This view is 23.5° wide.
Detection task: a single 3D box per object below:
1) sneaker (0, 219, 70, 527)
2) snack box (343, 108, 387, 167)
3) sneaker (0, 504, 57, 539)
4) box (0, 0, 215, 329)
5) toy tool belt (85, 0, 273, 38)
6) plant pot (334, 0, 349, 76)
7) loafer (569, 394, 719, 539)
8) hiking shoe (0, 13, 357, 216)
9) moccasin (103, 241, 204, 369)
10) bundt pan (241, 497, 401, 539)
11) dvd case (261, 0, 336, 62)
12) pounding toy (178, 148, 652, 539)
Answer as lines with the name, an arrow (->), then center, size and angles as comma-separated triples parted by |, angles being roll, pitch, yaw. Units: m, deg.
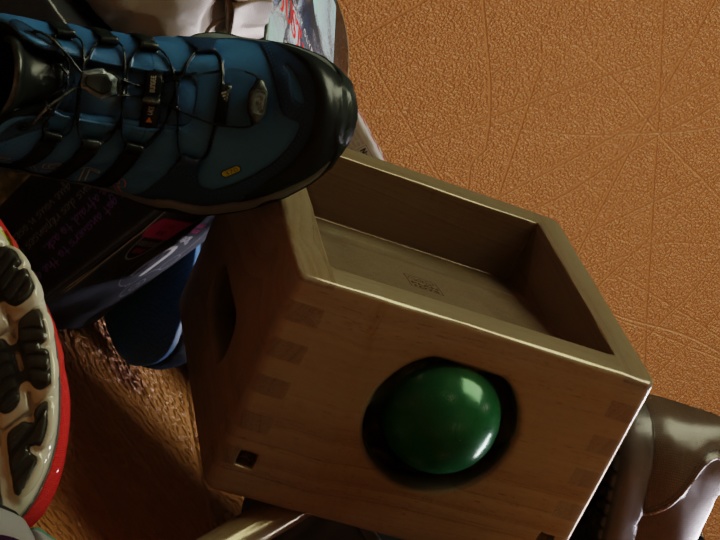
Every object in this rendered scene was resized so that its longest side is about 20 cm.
sneaker -> -0.136, 0.021, 0.616 | 0.085, 0.077, 0.200 | 53, 6, -47
snack box -> 0.000, 0.000, 0.833 | 0.200, 0.072, 0.024 | 60, 6, -30
sneaker -> -0.082, 0.131, 0.511 | 0.200, 0.074, 0.088 | 28, 38, -52
box -> -0.160, -0.081, 0.798 | 0.200, 0.106, 0.122 | 54, 7, 5
toy tool belt -> -0.090, -0.186, 0.834 | 0.125, 0.123, 0.200 | 52, 4, -39
plant pot -> -0.136, -0.131, 1.007 | 0.187, 0.187, 0.200 | 56, 21, 21
loafer -> 0.125, 0.140, 0.775 | 0.073, 0.071, 0.200 | -103, -163, -50
hiking shoe -> -0.102, -0.061, 0.675 | 0.087, 0.200, 0.074 | 7, 86, -75
moccasin -> -0.087, -0.047, 0.894 | 0.068, 0.080, 0.200 | 17, 74, -56
bundt pan -> 0.012, 0.164, 0.844 | 0.202, 0.076, 0.202 | 51, 8, -10
dvd case -> -0.040, -0.110, 0.915 | 0.146, 0.022, 0.200 | 69, 19, -60
pounding toy -> -0.001, 0.053, 0.729 | 0.184, 0.142, 0.200 | 18, 23, -18
